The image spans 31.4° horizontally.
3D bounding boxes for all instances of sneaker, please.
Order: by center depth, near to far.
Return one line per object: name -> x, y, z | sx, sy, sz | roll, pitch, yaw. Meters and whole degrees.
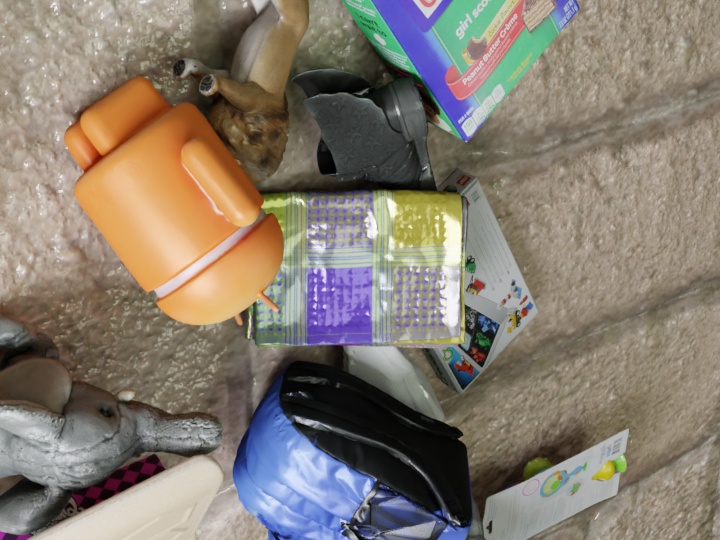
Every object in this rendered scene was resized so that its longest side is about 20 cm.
sneaker -> 0.007, -0.106, 1.119 | 0.103, 0.060, 0.201 | -18, 145, -4
sneaker -> 0.005, 0.096, 1.219 | 0.088, 0.076, 0.201 | -28, 125, 5

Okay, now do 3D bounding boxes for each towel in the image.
towel -> 0.000, 0.000, 1.124 | 0.197, 0.023, 0.146 | 1, 105, -10

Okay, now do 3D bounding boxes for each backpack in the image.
backpack -> -0.019, 0.193, 1.145 | 0.199, 0.163, 0.169 | 32, 106, -12

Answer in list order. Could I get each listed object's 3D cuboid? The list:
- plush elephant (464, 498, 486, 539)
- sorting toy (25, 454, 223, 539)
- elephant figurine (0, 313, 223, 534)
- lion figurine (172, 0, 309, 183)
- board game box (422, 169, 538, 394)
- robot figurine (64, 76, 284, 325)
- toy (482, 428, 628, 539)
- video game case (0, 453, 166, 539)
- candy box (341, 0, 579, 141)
plush elephant -> 0.052, 0.314, 1.305 | 0.153, 0.200, 0.166 | 2, 119, -21
sorting toy -> -0.196, 0.208, 0.945 | 0.184, 0.037, 0.201 | -25, 159, -24
elephant figurine -> -0.229, 0.116, 0.927 | 0.156, 0.199, 0.142 | -56, 133, -12
lion figurine -> -0.078, -0.172, 1.009 | 0.122, 0.072, 0.202 | 25, 90, -51
board game box -> 0.098, 0.015, 1.272 | 0.126, 0.034, 0.201 | -44, 132, -16
robot figurine -> -0.136, -0.044, 0.964 | 0.143, 0.117, 0.201 | -34, 98, 19
toy -> 0.214, 0.247, 1.469 | 0.198, 0.047, 0.116 | -18, 134, -20
video game case -> -0.257, 0.236, 1.025 | 0.198, 0.036, 0.182 | -21, 154, -31
candy box -> 0.081, -0.244, 1.101 | 0.169, 0.077, 0.200 | -49, 132, -9
